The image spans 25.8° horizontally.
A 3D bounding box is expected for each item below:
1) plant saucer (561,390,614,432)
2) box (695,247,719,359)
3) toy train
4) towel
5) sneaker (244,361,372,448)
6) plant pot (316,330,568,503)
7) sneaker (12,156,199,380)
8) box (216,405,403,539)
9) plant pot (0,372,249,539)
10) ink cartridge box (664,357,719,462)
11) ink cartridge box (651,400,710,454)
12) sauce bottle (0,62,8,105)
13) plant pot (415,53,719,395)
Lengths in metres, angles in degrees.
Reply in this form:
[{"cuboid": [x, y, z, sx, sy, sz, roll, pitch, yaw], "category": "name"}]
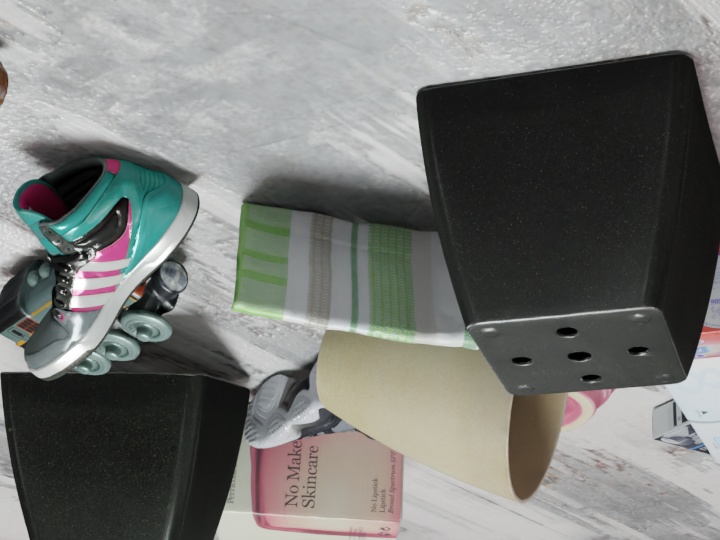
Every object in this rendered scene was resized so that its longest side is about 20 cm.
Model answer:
[{"cuboid": [0.156, 0.116, 1.553, 0.199, 0.051, 0.201, 3, 154, 2], "category": "plant saucer"}, {"cuboid": [0.249, 0.018, 1.272, 0.199, 0.103, 0.095, -7, 162, 18], "category": "box"}, {"cuboid": [-0.237, 0.026, 1.388, 0.114, 0.086, 0.200, 31, 144, -27], "category": "toy train"}, {"cuboid": [0.000, 0.000, 1.250, 0.199, 0.149, 0.031, 9, 121, -8], "category": "towel"}, {"cuboid": [-0.029, 0.147, 1.605, 0.113, 0.076, 0.200, 24, 145, -31], "category": "sneaker"}, {"cuboid": [0.068, 0.095, 1.410, 0.199, 0.188, 0.187, 10, 157, 22], "category": "plant pot"}, {"cuboid": [-0.232, -0.012, 1.241, 0.121, 0.084, 0.200, 34, 101, -31], "category": "sneaker"}, {"cuboid": [-0.054, 0.226, 1.710, 0.199, 0.128, 0.109, 3, 153, -2], "category": "box"}, {"cuboid": [-0.228, 0.195, 1.540, 0.198, 0.178, 0.200, -1, 170, 9], "category": "plant pot"}, {"cuboid": [0.390, 0.103, 1.452, 0.199, 0.047, 0.160, -13, 131, 33], "category": "ink cartridge box"}, {"cuboid": [0.394, 0.138, 1.586, 0.099, 0.039, 0.200, 17, 150, -24], "category": "ink cartridge box"}, {"cuboid": [-0.303, -0.166, 1.021, 0.066, 0.066, 0.200, -5, 152, 17], "category": "sauce bottle"}, {"cuboid": [0.156, -0.018, 1.142, 0.199, 0.178, 0.200, -5, 152, 18], "category": "plant pot"}]
